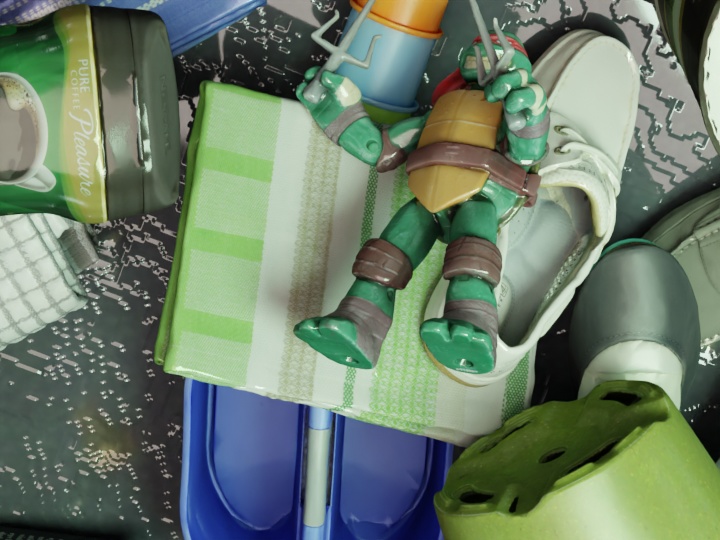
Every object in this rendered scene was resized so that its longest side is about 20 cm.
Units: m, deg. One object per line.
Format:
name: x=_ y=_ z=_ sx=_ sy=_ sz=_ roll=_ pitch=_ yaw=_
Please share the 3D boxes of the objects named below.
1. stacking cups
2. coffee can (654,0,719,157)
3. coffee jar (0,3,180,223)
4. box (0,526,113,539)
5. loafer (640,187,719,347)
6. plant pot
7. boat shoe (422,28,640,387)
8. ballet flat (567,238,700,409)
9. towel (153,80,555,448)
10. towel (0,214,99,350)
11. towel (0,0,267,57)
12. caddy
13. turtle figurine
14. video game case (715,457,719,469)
stacking cups: x=0.015 y=-0.108 z=1.143 sx=0.060 sy=0.061 sz=0.201 roll=21 pitch=104 yaw=-6
coffee can: x=0.219 y=-0.117 z=1.055 sx=0.145 sy=0.200 sz=0.147 roll=0 pitch=109 yaw=1
coffee jar: x=-0.184 y=-0.069 z=1.061 sx=0.199 sy=0.085 sz=0.105 roll=-4 pitch=101 yaw=-7
box: x=-0.213 y=0.223 z=1.217 sx=0.199 sy=0.104 sz=0.149 roll=6 pitch=108 yaw=8
loafer: x=0.203 y=-0.012 z=1.160 sx=0.200 sy=0.070 sz=0.070 roll=-39 pitch=106 yaw=14
plant pot: x=0.126 y=0.162 z=1.071 sx=0.199 sy=0.200 sz=0.191 roll=-25 pitch=104 yaw=9
boat shoe: x=0.099 y=-0.035 z=1.107 sx=0.071 sy=0.069 sz=0.201 roll=30 pitch=68 yaw=-18
ballet flat: x=0.139 y=0.076 z=1.156 sx=0.073 sy=0.073 sz=0.201 roll=3 pitch=134 yaw=0
towel: x=0.000 y=0.000 z=1.107 sx=0.199 sy=0.031 sz=0.150 roll=14 pitch=74 yaw=-25
towel: x=-0.246 y=-0.041 z=1.156 sx=0.165 sy=0.086 sz=0.201 roll=-29 pitch=105 yaw=8
towel: x=-0.151 y=-0.189 z=1.133 sx=0.144 sy=0.024 sz=0.201 roll=-26 pitch=106 yaw=9
caddy: x=-0.022 y=0.089 z=1.180 sx=0.140 sy=0.105 sz=0.201 roll=3 pitch=109 yaw=-1
turtle figurine: x=0.041 y=-0.053 z=1.043 sx=0.100 sy=0.201 sz=0.149 roll=29 pitch=154 yaw=-34
video game case: x=0.298 y=0.075 z=1.184 sx=0.181 sy=0.022 sz=0.201 roll=24 pitch=109 yaw=-28
